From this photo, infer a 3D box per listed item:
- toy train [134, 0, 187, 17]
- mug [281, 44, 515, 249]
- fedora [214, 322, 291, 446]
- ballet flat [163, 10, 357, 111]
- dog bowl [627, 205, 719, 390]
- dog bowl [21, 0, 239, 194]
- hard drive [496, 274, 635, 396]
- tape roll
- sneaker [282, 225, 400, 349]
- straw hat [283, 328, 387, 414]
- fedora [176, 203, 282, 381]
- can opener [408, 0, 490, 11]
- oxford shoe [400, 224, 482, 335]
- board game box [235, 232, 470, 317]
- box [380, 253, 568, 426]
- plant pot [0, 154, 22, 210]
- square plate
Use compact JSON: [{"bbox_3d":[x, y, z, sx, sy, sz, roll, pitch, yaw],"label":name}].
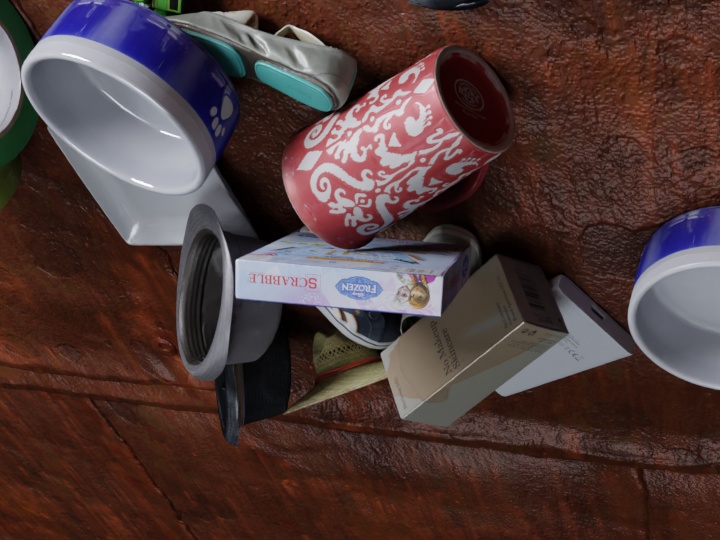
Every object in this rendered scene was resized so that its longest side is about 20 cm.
[{"bbox_3d":[-0.188,-0.274,1.048,0.056,0.042,0.200,13,144,-4],"label":"toy train"},{"bbox_3d":[0.050,-0.124,1.070,0.200,0.177,0.134,-29,85,42],"label":"mug"},{"bbox_3d":[-0.137,0.119,1.420,0.091,0.202,0.201,-5,145,-12],"label":"fedora"},{"bbox_3d":[-0.096,-0.211,1.060,0.199,0.064,0.067,23,160,9],"label":"ballet flat"},{"bbox_3d":[0.371,0.031,1.106,0.199,0.079,0.201,15,143,11],"label":"dog bowl"},{"bbox_3d":[-0.220,-0.166,1.078,0.199,0.079,0.200,23,154,12],"label":"dog bowl"},{"bbox_3d":[0.199,0.081,1.300,0.132,0.026,0.200,40,140,-22],"label":"hard drive"},{"bbox_3d":[-0.410,-0.197,1.120,0.048,0.201,0.201,-2,137,29],"label":"tape roll"},{"bbox_3d":[-0.008,0.019,1.287,0.079,0.079,0.200,-29,128,32],"label":"sneaker"},{"bbox_3d":[-0.019,0.108,1.386,0.200,0.200,0.086,-24,82,44],"label":"straw hat"},{"bbox_3d":[-0.146,0.027,1.277,0.090,0.202,0.177,3,-177,-28],"label":"fedora"},{"bbox_3d":[0.122,-0.251,0.910,0.199,0.079,0.064,-1,99,24],"label":"can opener"},{"bbox_3d":[0.088,0.023,1.260,0.075,0.058,0.201,22,142,3],"label":"oxford shoe"},{"bbox_3d":[0.000,0.000,1.115,0.198,0.199,0.041,5,101,13],"label":"board game box"},{"bbox_3d":[0.121,0.081,1.224,0.077,0.095,0.200,14,134,-40],"label":"box"},{"bbox_3d":[-0.489,-0.147,1.255,0.199,0.202,0.193,3,152,24],"label":"plant pot"},{"bbox_3d":[-0.234,-0.105,1.290,0.197,0.029,0.201,1,138,28],"label":"square plate"}]
